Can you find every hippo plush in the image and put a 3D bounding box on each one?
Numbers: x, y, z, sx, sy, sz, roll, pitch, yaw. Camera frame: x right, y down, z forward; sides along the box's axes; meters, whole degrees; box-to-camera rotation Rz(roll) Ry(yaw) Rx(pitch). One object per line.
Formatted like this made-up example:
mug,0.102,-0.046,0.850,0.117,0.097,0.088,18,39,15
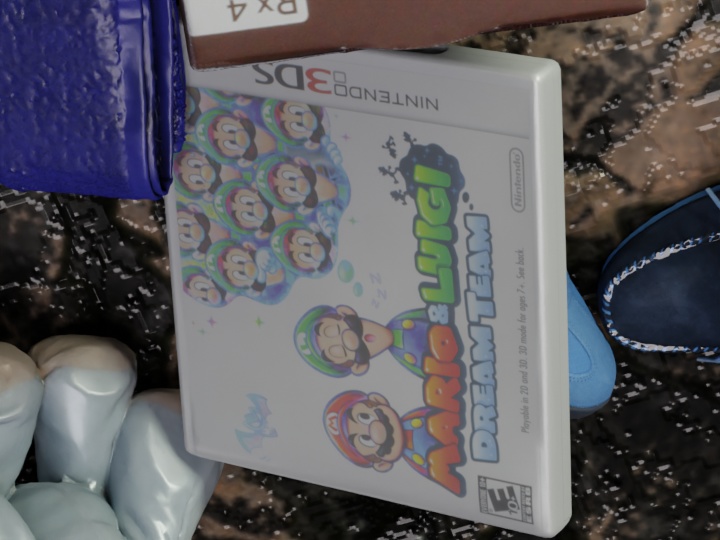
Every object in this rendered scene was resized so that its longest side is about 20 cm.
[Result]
hippo plush,-0.143,0.131,1.284,0.200,0.159,0.161,45,145,-2

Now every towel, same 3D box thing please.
towel,-0.167,-0.108,1.167,0.199,0.050,0.148,5,110,20

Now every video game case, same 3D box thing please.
video game case,0.000,0.000,1.163,0.181,0.024,0.201,11,117,29

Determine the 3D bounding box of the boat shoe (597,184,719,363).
boat shoe,0.193,-0.005,1.198,0.199,0.069,0.084,-18,116,17

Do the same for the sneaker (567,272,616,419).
sneaker,0.048,-0.019,1.200,0.200,0.066,0.078,44,123,-13

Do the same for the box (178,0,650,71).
box,0.008,-0.194,1.033,0.165,0.200,0.165,-7,118,1
